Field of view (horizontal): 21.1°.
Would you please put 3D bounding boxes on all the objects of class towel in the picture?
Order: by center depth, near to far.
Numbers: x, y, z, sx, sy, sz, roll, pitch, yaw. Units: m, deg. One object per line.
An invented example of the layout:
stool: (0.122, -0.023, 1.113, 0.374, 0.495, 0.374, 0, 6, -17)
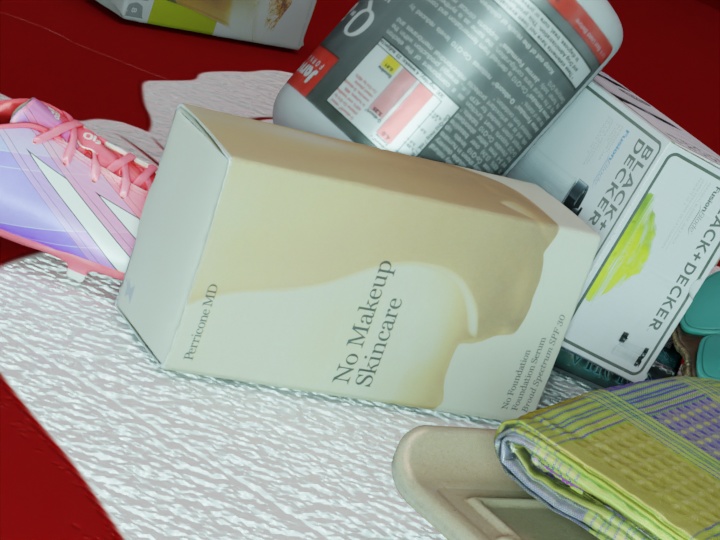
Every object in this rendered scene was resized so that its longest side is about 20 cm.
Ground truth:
towel: (0.147, 0.088, 0.752, 0.143, 0.023, 0.199, 32, 20, 25)

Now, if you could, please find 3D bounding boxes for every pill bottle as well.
pill bottle: (0.028, -0.082, 0.973, 0.116, 0.200, 0.116, 42, 1, -1)

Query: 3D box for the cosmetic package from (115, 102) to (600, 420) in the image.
cosmetic package: (0.000, 0.000, 0.885, 0.198, 0.106, 0.071, 9, 19, -30)

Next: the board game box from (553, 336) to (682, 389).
board game box: (0.087, 0.013, 1.082, 0.199, 0.028, 0.135, 24, 16, 10)

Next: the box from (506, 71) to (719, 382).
box: (0.115, -0.039, 1.009, 0.060, 0.117, 0.200, 25, 14, -25)

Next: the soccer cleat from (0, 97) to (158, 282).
soccer cleat: (-0.133, -0.040, 0.901, 0.198, 0.077, 0.067, 15, 16, -16)

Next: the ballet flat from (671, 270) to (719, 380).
ballet flat: (0.194, 0.056, 1.004, 0.070, 0.066, 0.200, 1, 17, 15)

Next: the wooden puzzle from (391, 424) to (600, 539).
wooden puzzle: (0.125, 0.133, 0.712, 0.184, 0.047, 0.200, 7, 25, -38)

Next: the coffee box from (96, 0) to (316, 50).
coffee box: (-0.143, -0.319, 1.585, 0.197, 0.201, 0.200, 5, 21, -44)
